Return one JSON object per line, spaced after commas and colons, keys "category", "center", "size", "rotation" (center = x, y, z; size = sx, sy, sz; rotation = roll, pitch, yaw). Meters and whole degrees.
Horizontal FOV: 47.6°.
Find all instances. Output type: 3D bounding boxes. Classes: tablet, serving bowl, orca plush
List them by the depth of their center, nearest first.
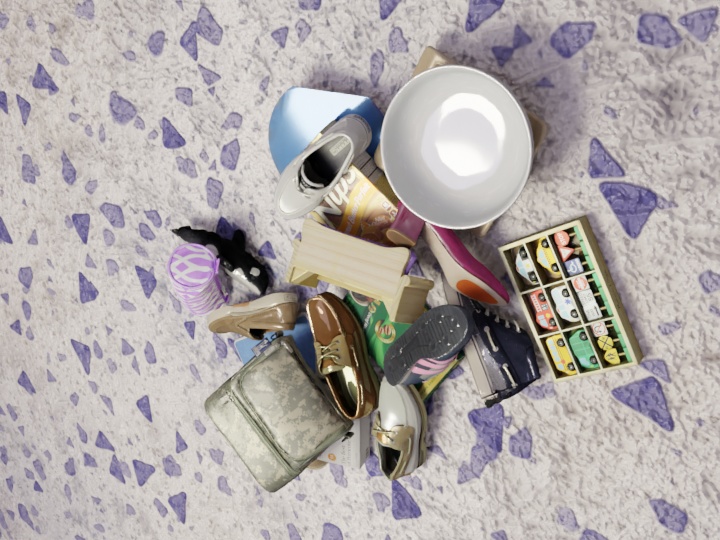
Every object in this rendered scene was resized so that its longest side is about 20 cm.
{"category": "serving bowl", "center": [0.126, -0.157, 1.027], "size": [0.198, 0.066, 0.203], "rotation": [9, 110, 25]}
{"category": "orca plush", "center": [-0.227, -0.039, 1.404], "size": [0.199, 0.071, 0.105], "rotation": [30, 167, 29]}
{"category": "tablet", "center": [-0.133, 0.156, 1.422], "size": [0.199, 0.014, 0.131], "rotation": [-22, 93, 38]}

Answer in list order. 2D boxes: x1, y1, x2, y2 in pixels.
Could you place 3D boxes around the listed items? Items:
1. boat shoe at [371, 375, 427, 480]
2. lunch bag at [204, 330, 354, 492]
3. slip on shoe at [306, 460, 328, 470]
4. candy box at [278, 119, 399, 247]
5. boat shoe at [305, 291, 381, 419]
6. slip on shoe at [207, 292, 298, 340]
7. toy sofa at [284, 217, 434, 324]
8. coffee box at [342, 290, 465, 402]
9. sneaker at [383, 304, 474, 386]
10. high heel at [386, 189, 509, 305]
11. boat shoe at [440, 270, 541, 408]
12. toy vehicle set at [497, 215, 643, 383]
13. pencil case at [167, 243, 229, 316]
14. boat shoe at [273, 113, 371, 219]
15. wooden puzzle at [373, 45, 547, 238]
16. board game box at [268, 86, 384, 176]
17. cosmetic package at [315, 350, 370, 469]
{"category": "boat shoe", "center": [0.056, 0.242, 1.245], "size": [0.074, 0.068, 0.202], "rotation": [25, 137, 43]}
{"category": "lunch bag", "center": [-0.122, 0.217, 1.286], "size": [0.167, 0.139, 0.201], "rotation": [-39, 85, 19]}
{"category": "slip on shoe", "center": [-0.125, 0.259, 1.401], "size": [0.201, 0.076, 0.061], "rotation": [52, 160, 5]}
{"category": "candy box", "center": [-0.009, -0.103, 1.179], "size": [0.200, 0.055, 0.115], "rotation": [44, 127, -5]}
{"category": "boat shoe", "center": [-0.029, 0.131, 1.236], "size": [0.075, 0.074, 0.202], "rotation": [-24, 93, 31]}
{"category": "slip on shoe", "center": [-0.184, 0.089, 1.384], "size": [0.198, 0.076, 0.061], "rotation": [-16, 74, 32]}
{"category": "toy sofa", "center": [0.000, 0.000, 1.140], "size": [0.198, 0.083, 0.099], "rotation": [18, 92, 30]}
{"category": "coffee box", "center": [0.058, 0.094, 1.239], "size": [0.200, 0.044, 0.123], "rotation": [47, 128, 12]}
{"category": "sneaker", "center": [0.108, 0.099, 1.112], "size": [0.200, 0.081, 0.071], "rotation": [-41, 55, 52]}
{"category": "high heel", "center": [0.134, -0.037, 1.102], "size": [0.199, 0.097, 0.067], "rotation": [36, 154, -13]}
{"category": "boat shoe", "center": [0.182, 0.082, 1.140], "size": [0.092, 0.075, 0.202], "rotation": [-19, 77, 4]}
{"category": "toy vehicle set", "center": [0.275, 0.041, 1.073], "size": [0.123, 0.026, 0.202], "rotation": [-21, 94, 39]}
{"category": "pencil case", "center": [-0.269, 0.020, 1.366], "size": [0.084, 0.200, 0.085], "rotation": [11, 75, 0]}
{"category": "boat shoe", "center": [-0.065, -0.134, 1.111], "size": [0.073, 0.065, 0.200], "rotation": [41, 127, -2]}
{"category": "wooden puzzle", "center": [0.129, -0.170, 1.090], "size": [0.199, 0.037, 0.186], "rotation": [38, 125, 14]}
{"category": "board game box", "center": [-0.039, -0.191, 1.203], "size": [0.197, 0.039, 0.160], "rotation": [11, 121, 16]}
{"category": "cosmetic package", "center": [-0.029, 0.222, 1.339], "size": [0.082, 0.051, 0.203], "rotation": [9, 112, 23]}
